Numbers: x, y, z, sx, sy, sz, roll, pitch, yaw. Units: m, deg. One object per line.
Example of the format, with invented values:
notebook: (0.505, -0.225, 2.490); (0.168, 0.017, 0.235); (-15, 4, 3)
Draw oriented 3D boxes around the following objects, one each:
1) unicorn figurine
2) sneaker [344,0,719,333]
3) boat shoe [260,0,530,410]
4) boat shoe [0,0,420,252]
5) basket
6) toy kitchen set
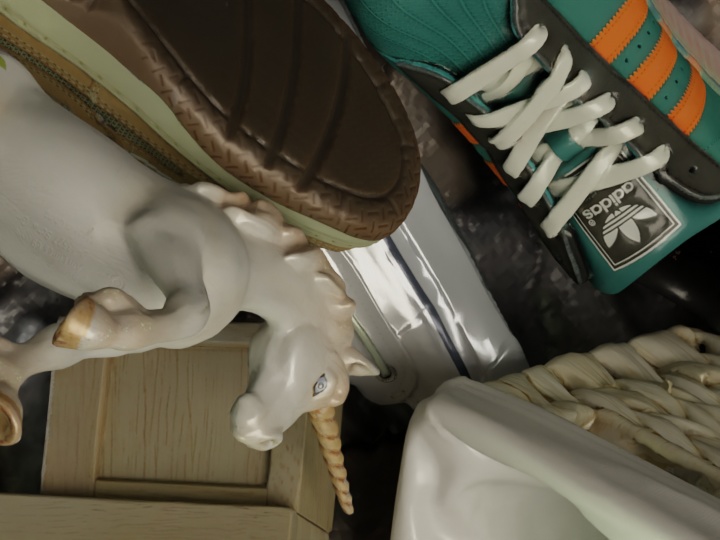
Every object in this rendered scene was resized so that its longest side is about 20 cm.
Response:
unicorn figurine: (-0.073, -0.004, 0.764); (0.200, 0.137, 0.074); (48, 120, 1)
sneaker: (0.069, -0.044, 0.883); (0.071, 0.080, 0.200); (-32, 143, 25)
boat shoe: (0.000, 0.000, 0.913); (0.067, 0.074, 0.201); (-27, 110, 2)
boat shoe: (-0.075, -0.068, 0.829); (0.200, 0.076, 0.072); (40, 46, -12)
basket: (0.092, 0.129, 0.881); (0.123, 0.135, 0.201); (-19, 124, -40)
toy kitchen set: (-0.080, 0.130, 0.926); (0.162, 0.180, 0.201); (2, 77, 14)
